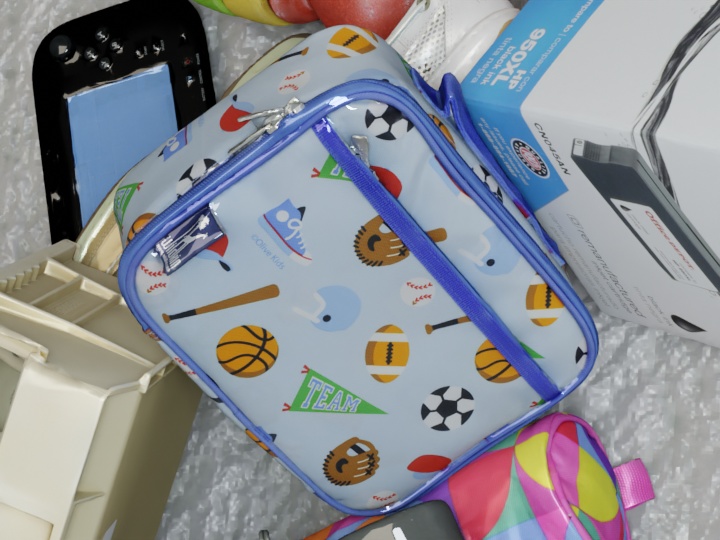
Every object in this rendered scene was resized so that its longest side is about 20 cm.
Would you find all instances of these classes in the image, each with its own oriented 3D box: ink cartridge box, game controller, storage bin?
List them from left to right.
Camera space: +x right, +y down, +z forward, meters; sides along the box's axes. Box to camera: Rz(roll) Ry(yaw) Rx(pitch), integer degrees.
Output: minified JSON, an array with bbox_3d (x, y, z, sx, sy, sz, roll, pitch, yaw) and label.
[{"bbox_3d":[-0.147,0.107,0.950,0.093,0.199,0.201,20,100,6],"label":"storage bin"},{"bbox_3d":[-0.118,-0.048,1.137,0.104,0.042,0.201,-19,70,26],"label":"game controller"},{"bbox_3d":[0.154,-0.037,0.868,0.084,0.145,0.200,-49,34,-17],"label":"ink cartridge box"}]

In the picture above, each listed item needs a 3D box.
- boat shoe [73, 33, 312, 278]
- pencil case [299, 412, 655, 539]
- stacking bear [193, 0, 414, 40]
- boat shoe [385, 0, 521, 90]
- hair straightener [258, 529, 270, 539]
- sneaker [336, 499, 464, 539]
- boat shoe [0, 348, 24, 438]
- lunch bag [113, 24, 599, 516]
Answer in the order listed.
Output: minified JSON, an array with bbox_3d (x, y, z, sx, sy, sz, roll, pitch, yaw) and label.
[{"bbox_3d":[-0.066,-0.032,1.054,0.200,0.072,0.076,-50,43,-6],"label":"boat shoe"},{"bbox_3d":[0.033,0.136,0.979,0.199,0.088,0.089,-26,66,23],"label":"pencil case"},{"bbox_3d":[-0.036,-0.171,1.069,0.200,0.114,0.122,30,125,26],"label":"stacking bear"},{"bbox_3d":[-0.003,-0.054,0.971,0.200,0.071,0.069,-46,67,13],"label":"boat shoe"},{"bbox_3d":[-0.023,0.205,0.869,0.077,0.041,0.201,-17,85,22],"label":"hair straightener"},{"bbox_3d":[-0.026,0.188,0.926,0.201,0.067,0.108,-30,76,21],"label":"sneaker"},{"bbox_3d":[-0.216,0.061,1.157,0.199,0.062,0.072,15,88,34],"label":"boat shoe"},{"bbox_3d":[0.000,0.000,0.902,0.160,0.200,0.076,-34,32,13],"label":"lunch bag"}]
